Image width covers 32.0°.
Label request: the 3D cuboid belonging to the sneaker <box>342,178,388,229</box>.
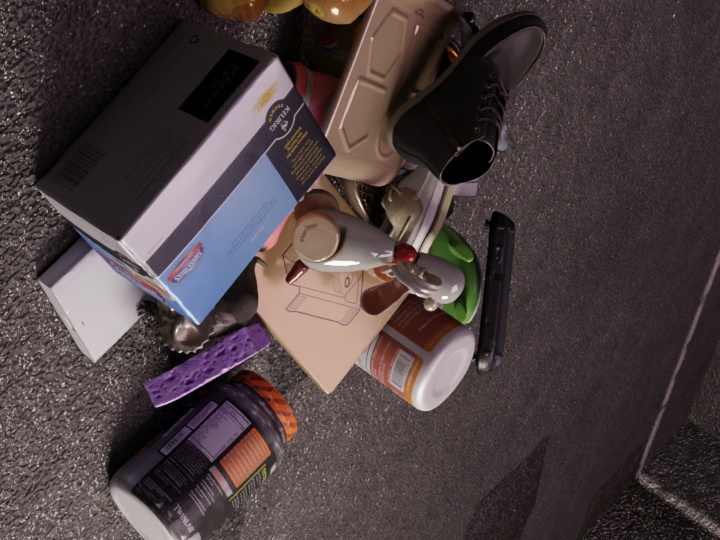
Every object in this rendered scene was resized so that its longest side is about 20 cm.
[{"bbox_3d":[0.011,-0.080,1.445,0.071,0.075,0.200,-65,148,-12],"label":"sneaker"}]

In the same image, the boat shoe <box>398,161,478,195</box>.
[{"bbox_3d":[0.094,-0.130,1.545,0.199,0.071,0.067,-1,106,-55],"label":"boat shoe"}]

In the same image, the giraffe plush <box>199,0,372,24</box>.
[{"bbox_3d":[-0.036,-0.276,1.040,0.173,0.161,0.201,-48,153,-17],"label":"giraffe plush"}]

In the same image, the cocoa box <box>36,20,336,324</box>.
[{"bbox_3d":[-0.144,-0.085,1.069,0.201,0.133,0.132,-51,140,-14],"label":"cocoa box"}]

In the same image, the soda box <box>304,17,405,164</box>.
[{"bbox_3d":[0.013,-0.190,1.337,0.068,0.064,0.200,-53,155,-8],"label":"soda box"}]

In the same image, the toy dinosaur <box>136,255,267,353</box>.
[{"bbox_3d":[-0.147,0.034,1.199,0.199,0.102,0.078,-6,125,-57],"label":"toy dinosaur"}]

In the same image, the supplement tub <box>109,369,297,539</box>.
[{"bbox_3d":[-0.170,0.211,1.392,0.200,0.122,0.123,-43,151,-27],"label":"supplement tub"}]

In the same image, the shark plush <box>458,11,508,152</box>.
[{"bbox_3d":[0.112,-0.181,1.320,0.082,0.092,0.201,-25,158,-18],"label":"shark plush"}]

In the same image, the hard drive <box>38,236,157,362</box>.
[{"bbox_3d":[-0.205,-0.021,1.183,0.200,0.026,0.133,-47,152,-20],"label":"hard drive"}]

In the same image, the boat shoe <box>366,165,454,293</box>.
[{"bbox_3d":[0.056,-0.069,1.345,0.075,0.067,0.202,-82,-172,-63],"label":"boat shoe"}]

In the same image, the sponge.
[{"bbox_3d":[-0.150,0.093,1.270,0.111,0.030,0.200,-30,179,-1],"label":"sponge"}]

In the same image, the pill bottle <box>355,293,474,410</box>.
[{"bbox_3d":[0.030,0.069,1.499,0.112,0.199,0.113,-40,150,-29],"label":"pill bottle"}]

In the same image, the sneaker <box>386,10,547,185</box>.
[{"bbox_3d":[0.129,-0.164,1.237,0.200,0.106,0.075,-43,135,-2],"label":"sneaker"}]

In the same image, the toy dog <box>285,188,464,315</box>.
[{"bbox_3d":[0.000,0.000,1.308,0.097,0.199,0.132,-63,165,20],"label":"toy dog"}]

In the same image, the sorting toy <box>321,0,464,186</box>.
[{"bbox_3d":[0.021,-0.184,1.242,0.185,0.036,0.202,5,112,-64],"label":"sorting toy"}]

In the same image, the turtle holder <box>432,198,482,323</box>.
[{"bbox_3d":[0.084,-0.001,1.621,0.139,0.188,0.132,-24,172,10],"label":"turtle holder"}]

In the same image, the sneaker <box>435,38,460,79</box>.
[{"bbox_3d":[0.086,-0.227,1.410,0.199,0.077,0.079,2,116,-63],"label":"sneaker"}]

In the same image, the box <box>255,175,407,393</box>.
[{"bbox_3d":[-0.046,0.009,1.380,0.164,0.021,0.200,-50,119,-17],"label":"box"}]

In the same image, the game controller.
[{"bbox_3d":[0.164,0.030,1.579,0.104,0.041,0.203,104,-6,-83],"label":"game controller"}]

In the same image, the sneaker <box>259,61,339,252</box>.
[{"bbox_3d":[-0.061,-0.105,1.255,0.086,0.074,0.202,4,119,-29],"label":"sneaker"}]
